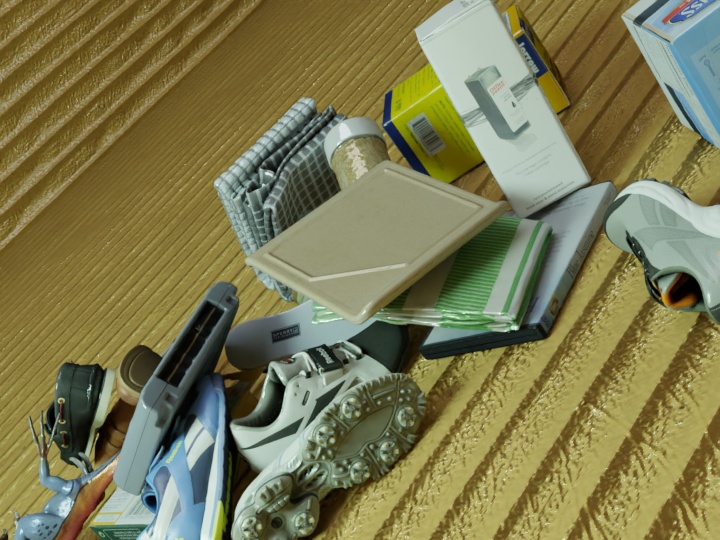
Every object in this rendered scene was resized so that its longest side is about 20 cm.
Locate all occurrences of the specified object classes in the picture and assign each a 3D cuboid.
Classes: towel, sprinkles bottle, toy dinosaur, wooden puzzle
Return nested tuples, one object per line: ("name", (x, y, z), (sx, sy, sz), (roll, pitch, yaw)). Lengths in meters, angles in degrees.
("towel", (0.066, 0.000, 1.025), (0.197, 0.024, 0.153), (0, 39, 26))
("sprinkles bottle", (0.019, -0.070, 1.200), (0.068, 0.068, 0.202), (-32, 55, 16))
("towel", (-0.065, -0.079, 1.325), (0.085, 0.201, 0.166), (31, 65, 31))
("toy dinosaur", (-0.287, 0.244, 1.165), (0.179, 0.203, 0.105), (-23, -12, 17))
("wooden puzzle", (0.013, -0.027, 1.040), (0.184, 0.038, 0.199), (-36, 33, -24))

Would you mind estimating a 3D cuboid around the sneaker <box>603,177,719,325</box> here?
("sneaker", (0.235, -0.014, 0.853), (0.079, 0.074, 0.200), (-45, 21, -4))

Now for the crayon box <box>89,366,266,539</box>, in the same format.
("crayon box", (-0.167, 0.191, 1.131), (0.125, 0.052, 0.201), (-15, 32, 47))

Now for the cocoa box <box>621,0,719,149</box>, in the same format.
("cocoa box", (0.354, -0.217, 0.976), (0.199, 0.134, 0.132), (-36, 22, 8))

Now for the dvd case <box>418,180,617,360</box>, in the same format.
("dvd case", (0.146, -0.001, 1.045), (0.141, 0.018, 0.201), (-15, 32, 45))

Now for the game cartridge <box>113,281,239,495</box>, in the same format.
("game cartridge", (-0.177, 0.115, 1.093), (0.201, 0.040, 0.135), (-64, -5, -54))

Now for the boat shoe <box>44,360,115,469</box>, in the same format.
("boat shoe", (-0.311, 0.157, 1.232), (0.202, 0.062, 0.075), (120, 158, -55))

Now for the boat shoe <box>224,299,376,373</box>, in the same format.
("boat shoe", (-0.046, 0.067, 1.162), (0.197, 0.056, 0.070), (-11, 72, 26))

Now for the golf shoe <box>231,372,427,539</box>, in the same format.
("golf shoe", (-0.034, 0.154, 0.959), (0.199, 0.079, 0.097), (-40, 15, -6))

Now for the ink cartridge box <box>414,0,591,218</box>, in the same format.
("ink cartridge box", (0.136, -0.169, 1.117), (0.084, 0.202, 0.146), (-28, 14, 9))

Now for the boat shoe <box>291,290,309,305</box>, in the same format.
("boat shoe", (0.014, -0.020, 1.257), (0.200, 0.074, 0.063), (-41, 64, -15))

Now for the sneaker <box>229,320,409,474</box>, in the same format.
("sneaker", (-0.037, 0.102, 1.038), (0.200, 0.089, 0.074), (-46, 29, -18))

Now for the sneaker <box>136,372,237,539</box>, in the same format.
("sneaker", (-0.155, 0.176, 1.019), (0.081, 0.075, 0.202), (-3, 46, 5))

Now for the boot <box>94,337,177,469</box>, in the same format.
("boot", (-0.251, 0.160, 1.251), (0.155, 0.073, 0.200), (-51, -6, 9))

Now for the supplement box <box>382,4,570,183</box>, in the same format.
("supplement box", (0.135, -0.204, 1.351), (0.198, 0.110, 0.109), (-32, 22, 19))

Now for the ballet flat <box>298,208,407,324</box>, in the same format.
("ballet flat", (0.000, 0.000, 1.120), (0.066, 0.058, 0.200), (-24, 39, -22))
